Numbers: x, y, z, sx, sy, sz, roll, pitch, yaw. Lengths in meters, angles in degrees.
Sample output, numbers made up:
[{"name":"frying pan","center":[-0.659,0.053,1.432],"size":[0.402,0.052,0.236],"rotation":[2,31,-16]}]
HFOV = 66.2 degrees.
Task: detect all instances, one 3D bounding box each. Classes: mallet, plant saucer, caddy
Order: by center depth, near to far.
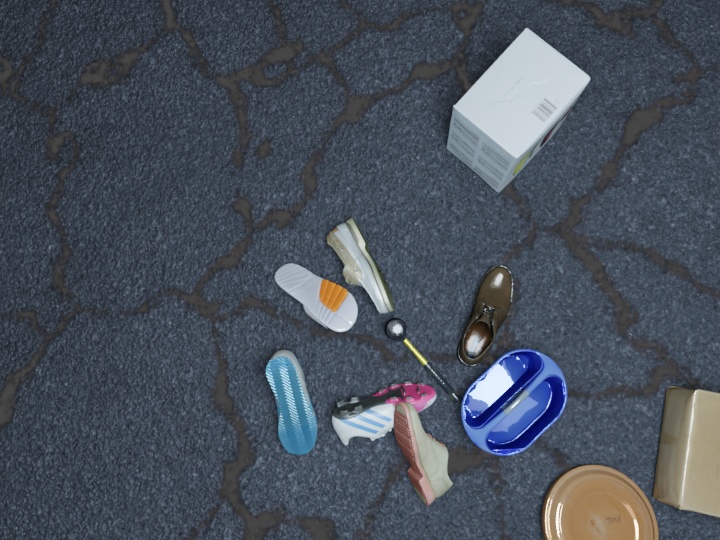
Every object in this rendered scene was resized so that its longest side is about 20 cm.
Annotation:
[{"name":"plant saucer","center":[0.416,0.442,0.955],"size":[0.198,0.032,0.202],"rotation":[1,71,-2]},{"name":"caddy","center":[0.270,0.232,0.984],"size":[0.200,0.105,0.141],"rotation":[-43,79,-2]},{"name":"mallet","center":[0.117,0.169,1.050],"size":[0.041,0.066,0.200],"rotation":[-41,94,-1]}]

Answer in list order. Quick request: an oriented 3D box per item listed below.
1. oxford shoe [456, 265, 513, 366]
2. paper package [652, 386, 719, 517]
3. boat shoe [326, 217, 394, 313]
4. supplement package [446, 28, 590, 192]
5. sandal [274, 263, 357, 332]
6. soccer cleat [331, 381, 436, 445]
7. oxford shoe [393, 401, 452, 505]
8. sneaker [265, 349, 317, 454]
[{"name":"oxford shoe","center":[0.239,0.082,1.025],"size":[0.072,0.084,0.202],"rotation":[18,81,10]},{"name":"paper package","center":[0.621,0.315,0.941],"size":[0.189,0.103,0.202],"rotation":[11,81,6]},{"name":"boat shoe","center":[0.000,0.000,1.070],"size":[0.068,0.075,0.201],"rotation":[-28,72,7]},{"name":"supplement package","center":[0.279,-0.283,1.021],"size":[0.147,0.200,0.191],"rotation":[43,88,10]},{"name":"sandal","center":[-0.082,0.054,1.077],"size":[0.206,0.059,0.079],"rotation":[34,68,30]},{"name":"soccer cleat","center":[0.046,0.267,1.029],"size":[0.198,0.070,0.087],"rotation":[-12,110,-5]},{"name":"oxford shoe","center":[0.113,0.316,0.991],"size":[0.073,0.071,0.202],"rotation":[-22,108,-19]},{"name":"sneaker","center":[-0.124,0.246,1.039],"size":[0.076,0.081,0.202],"rotation":[-10,99,2]}]
